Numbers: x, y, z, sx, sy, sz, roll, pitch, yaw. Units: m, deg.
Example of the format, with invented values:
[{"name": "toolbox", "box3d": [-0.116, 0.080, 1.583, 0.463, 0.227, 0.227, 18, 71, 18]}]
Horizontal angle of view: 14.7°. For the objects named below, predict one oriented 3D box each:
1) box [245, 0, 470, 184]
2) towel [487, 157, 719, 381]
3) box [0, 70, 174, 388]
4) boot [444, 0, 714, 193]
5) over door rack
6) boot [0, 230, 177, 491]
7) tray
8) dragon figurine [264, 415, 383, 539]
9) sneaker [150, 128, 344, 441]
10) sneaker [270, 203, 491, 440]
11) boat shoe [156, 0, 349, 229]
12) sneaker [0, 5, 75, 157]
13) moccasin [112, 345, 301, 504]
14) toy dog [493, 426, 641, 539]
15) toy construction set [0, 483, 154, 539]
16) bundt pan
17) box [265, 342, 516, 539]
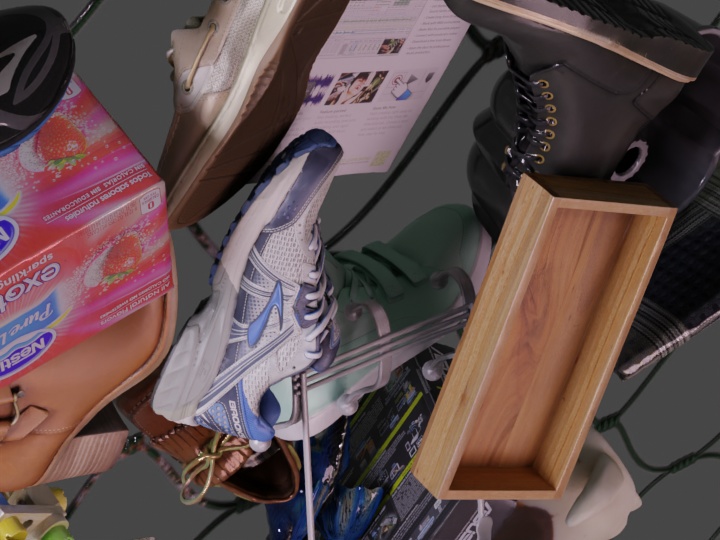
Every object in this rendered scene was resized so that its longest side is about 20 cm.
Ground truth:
[{"name": "box", "box3d": [0.001, -0.136, 1.575, 0.144, 0.036, 0.200, -7, 138, -46]}, {"name": "towel", "box3d": [0.201, -0.012, 1.841, 0.192, 0.200, 0.035, -36, 120, -10]}, {"name": "box", "box3d": [-0.204, -0.001, 1.446, 0.199, 0.095, 0.103, -30, 150, -20]}, {"name": "boot", "box3d": [0.100, -0.099, 1.594, 0.199, 0.078, 0.139, 17, 115, -37]}, {"name": "over door rack", "box3d": [0.012, 0.112, 1.691, 0.147, 0.066, 0.201, -20, 109, -32]}, {"name": "boot", "box3d": [-0.194, 0.040, 1.558, 0.155, 0.077, 0.201, -2, 132, -34]}, {"name": "tray", "box3d": [0.107, 0.041, 1.647, 0.098, 0.037, 0.201, 4, 115, -37]}, {"name": "dragon figurine", "box3d": [-0.026, 0.147, 1.852, 0.059, 0.100, 0.200, 7, 130, -33]}, {"name": "sneaker", "box3d": [-0.043, 0.012, 1.570, 0.201, 0.085, 0.077, -64, 180, 28]}, {"name": "sneaker", "box3d": [0.000, 0.000, 1.724, 0.200, 0.074, 0.119, -44, 133, -24]}, {"name": "boat shoe", "box3d": [-0.068, -0.112, 1.496, 0.072, 0.065, 0.201, -23, 148, -54]}, {"name": "sneaker", "box3d": [-0.218, -0.092, 1.329, 0.199, 0.071, 0.083, -15, 148, -34]}, {"name": "moccasin", "box3d": [-0.092, 0.103, 1.742, 0.073, 0.078, 0.201, -34, 152, 2]}, {"name": "toy dog", "box3d": [0.096, 0.188, 1.976, 0.200, 0.194, 0.140, -37, 115, -2]}, {"name": "toy construction set", "box3d": [-0.199, 0.178, 1.718, 0.131, 0.092, 0.200, -45, 140, 7]}, {"name": "bundt pan", "box3d": [0.145, -0.090, 1.758, 0.201, 0.076, 0.202, -30, 145, -24]}, {"name": "box", "box3d": [0.018, 0.169, 1.884, 0.044, 0.161, 0.200, 19, 118, -29]}]
